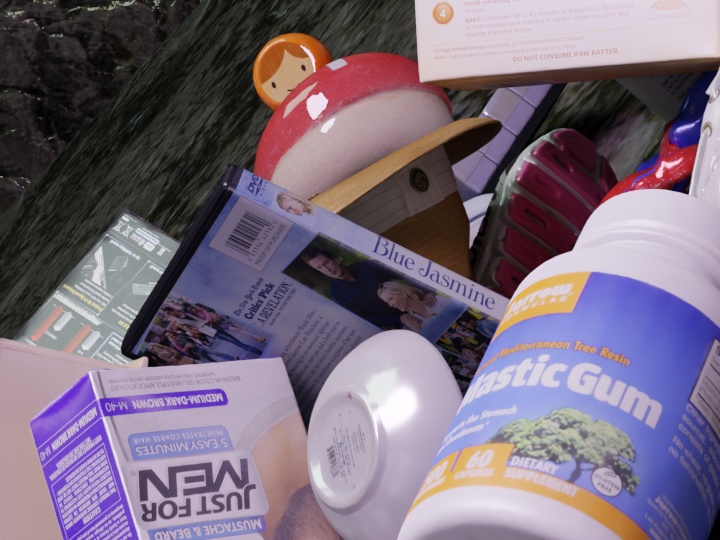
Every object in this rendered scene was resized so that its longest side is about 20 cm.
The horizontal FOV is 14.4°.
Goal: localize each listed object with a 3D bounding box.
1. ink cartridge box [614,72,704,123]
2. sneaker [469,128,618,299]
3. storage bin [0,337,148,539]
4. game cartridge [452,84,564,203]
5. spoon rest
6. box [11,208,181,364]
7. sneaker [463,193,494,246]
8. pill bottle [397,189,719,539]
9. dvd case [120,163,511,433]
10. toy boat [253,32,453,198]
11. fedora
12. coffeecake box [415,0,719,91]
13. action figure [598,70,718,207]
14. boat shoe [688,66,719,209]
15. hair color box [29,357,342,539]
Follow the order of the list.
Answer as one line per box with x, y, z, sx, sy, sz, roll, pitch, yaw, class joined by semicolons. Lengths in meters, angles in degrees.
0.144;-0.190;1.499;0.147;0.200;0.083;-48;12;13;ink cartridge box
0.071;0.009;1.484;0.087;0.074;0.200;-28;31;48;sneaker
-0.191;0.143;1.349;0.199;0.094;0.200;-21;61;55;storage bin
0.078;-0.070;1.695;0.130;0.038;0.200;-51;-4;-18;game cartridge
0.023;0.121;1.221;0.099;0.061;0.200;-37;54;45;spoon rest
-0.111;0.073;1.617;0.200;0.050;0.158;30;75;37;box
0.042;0.042;1.550;0.071;0.073;0.200;18;61;45;sneaker
0.097;0.062;1.151;0.112;0.112;0.200;-38;19;47;pill bottle
0.003;0.039;1.300;0.143;0.200;0.018;-54;13;49;dvd case
-0.022;-0.086;1.746;0.130;0.131;0.200;-25;-11;-15;toy boat
0.000;0.000;1.388;0.201;0.082;0.201;-30;0;0;fedora
0.106;-0.194;1.389;0.153;0.200;0.073;-3;-1;21;coffeecake box
0.170;-0.072;1.429;0.200;0.052;0.065;-57;7;-2;action figure
0.191;-0.082;1.323;0.069;0.071;0.200;-32;24;51;boat shoe
-0.061;0.141;1.253;0.109;0.200;0.065;-3;-23;-39;hair color box
